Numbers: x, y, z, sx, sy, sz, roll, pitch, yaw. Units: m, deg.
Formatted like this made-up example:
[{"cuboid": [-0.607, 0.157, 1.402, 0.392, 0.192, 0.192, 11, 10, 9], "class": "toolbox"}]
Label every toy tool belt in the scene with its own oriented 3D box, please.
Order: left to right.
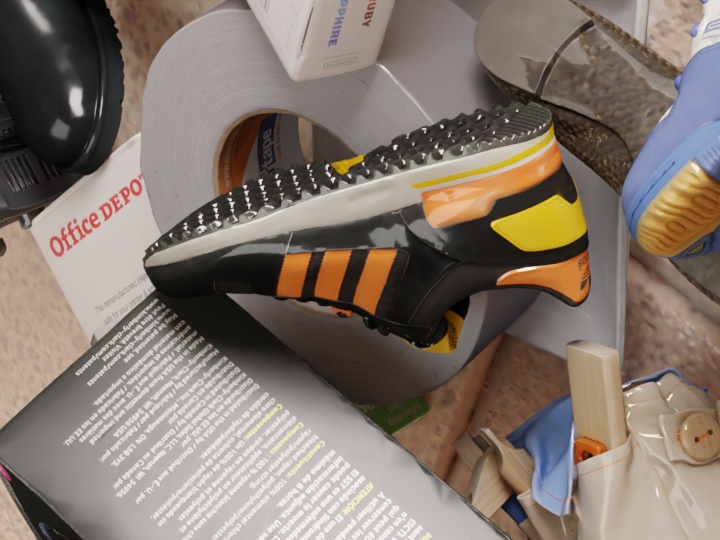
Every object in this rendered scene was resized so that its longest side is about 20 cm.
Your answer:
[{"cuboid": [0.102, 0.090, 0.808, 0.123, 0.125, 0.200, 53, 162, -2], "class": "toy tool belt"}]

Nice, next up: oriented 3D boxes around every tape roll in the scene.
[{"cuboid": [-0.008, -0.039, 0.834, 0.200, 0.066, 0.201, 22, 130, 28], "class": "tape roll"}]

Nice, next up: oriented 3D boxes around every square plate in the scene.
[{"cuboid": [0.053, -0.071, 0.845, 0.200, 0.028, 0.199, 25, 128, 38], "class": "square plate"}]

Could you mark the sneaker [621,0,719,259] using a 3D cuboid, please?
[{"cuboid": [0.151, -0.096, 0.628, 0.200, 0.075, 0.088, -50, 58, 12], "class": "sneaker"}]

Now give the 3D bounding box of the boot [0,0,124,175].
[{"cuboid": [-0.215, -0.147, 0.945, 0.073, 0.162, 0.199, -39, 53, 40], "class": "boot"}]

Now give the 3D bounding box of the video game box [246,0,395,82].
[{"cuboid": [-0.032, -0.210, 0.714, 0.200, 0.047, 0.183, 61, 152, 30], "class": "video game box"}]

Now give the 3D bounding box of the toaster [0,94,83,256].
[{"cuboid": [-0.254, -0.104, 1.085, 0.129, 0.113, 0.201, -28, 89, 50], "class": "toaster"}]

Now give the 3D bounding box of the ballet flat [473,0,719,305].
[{"cuboid": [0.119, -0.047, 0.708, 0.067, 0.046, 0.200, -49, 54, 4], "class": "ballet flat"}]

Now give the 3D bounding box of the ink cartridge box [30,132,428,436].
[{"cuboid": [-0.076, 0.026, 0.985, 0.145, 0.084, 0.201, -30, 87, 48], "class": "ink cartridge box"}]

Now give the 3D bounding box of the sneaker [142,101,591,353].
[{"cuboid": [0.000, 0.000, 0.741, 0.199, 0.070, 0.090, -16, 105, 30], "class": "sneaker"}]

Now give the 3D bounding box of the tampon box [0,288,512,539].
[{"cuboid": [-0.046, 0.126, 0.815, 0.200, 0.126, 0.150, 40, 161, 21], "class": "tampon box"}]
